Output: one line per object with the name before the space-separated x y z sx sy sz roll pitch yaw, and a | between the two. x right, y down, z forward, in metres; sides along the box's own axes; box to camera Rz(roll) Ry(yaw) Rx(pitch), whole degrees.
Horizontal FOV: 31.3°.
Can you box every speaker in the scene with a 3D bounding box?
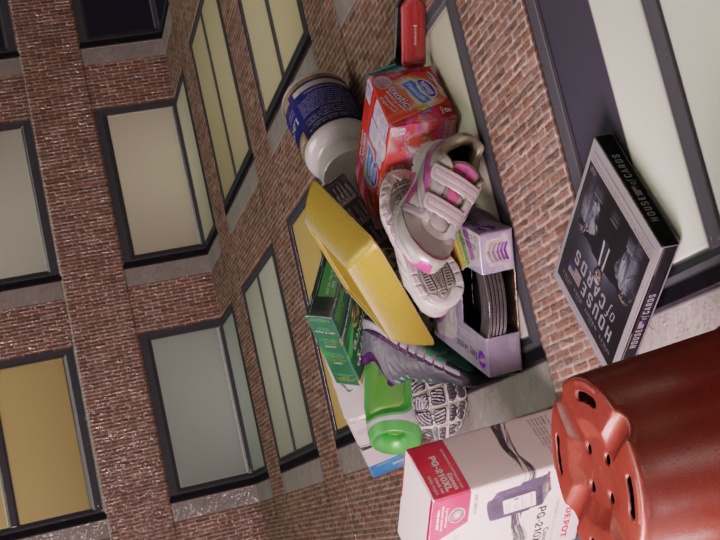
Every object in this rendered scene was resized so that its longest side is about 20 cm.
speaker | 0.051 0.161 1.864 0.089 0.087 0.202 102 171 -54

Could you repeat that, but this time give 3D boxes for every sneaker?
sneaker | 0.081 0.128 1.733 0.199 0.074 0.088 28 114 36
sneaker | 0.106 0.137 1.807 0.080 0.077 0.202 33 -131 -84
sneaker | 0.066 -0.028 1.621 0.100 0.077 0.202 108 149 -66
sneaker | 0.097 -0.090 1.532 0.088 0.081 0.201 -35 35 50

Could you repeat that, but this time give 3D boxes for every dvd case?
dvd case | 0.246 -0.010 1.263 0.201 0.024 0.151 98 156 -47

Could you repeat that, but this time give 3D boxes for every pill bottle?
pill bottle | -0.043 -0.210 1.990 0.201 0.115 0.116 -116 22 -44

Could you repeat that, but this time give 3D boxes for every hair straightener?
hair straightener | 0.053 -0.367 1.683 0.077 0.041 0.202 -145 46 -68

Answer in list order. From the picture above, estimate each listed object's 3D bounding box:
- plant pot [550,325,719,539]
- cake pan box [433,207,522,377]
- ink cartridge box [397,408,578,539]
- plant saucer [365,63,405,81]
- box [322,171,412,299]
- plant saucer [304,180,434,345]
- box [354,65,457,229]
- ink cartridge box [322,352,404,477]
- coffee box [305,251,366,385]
plant pot | 0.262 0.135 0.983 0.201 0.193 0.203 169 90 -75
cake pan box | 0.141 0.019 1.610 0.200 0.052 0.186 -140 40 -66
ink cartridge box | 0.151 0.253 1.449 0.085 0.198 0.146 -122 26 -45
plant saucer | 0.047 -0.255 1.821 0.200 0.019 0.071 -169 70 -74
box | 0.011 -0.039 1.846 0.201 0.049 0.161 54 172 -1
plant saucer | 0.000 0.000 1.695 0.201 0.048 0.200 59 174 -37
box | 0.057 -0.160 1.702 0.201 0.095 0.100 99 156 -51
ink cartridge box | 0.015 0.209 2.007 0.201 0.084 0.145 70 179 -56
coffee box | -0.024 0.068 1.866 0.201 0.044 0.124 70 -151 -54
